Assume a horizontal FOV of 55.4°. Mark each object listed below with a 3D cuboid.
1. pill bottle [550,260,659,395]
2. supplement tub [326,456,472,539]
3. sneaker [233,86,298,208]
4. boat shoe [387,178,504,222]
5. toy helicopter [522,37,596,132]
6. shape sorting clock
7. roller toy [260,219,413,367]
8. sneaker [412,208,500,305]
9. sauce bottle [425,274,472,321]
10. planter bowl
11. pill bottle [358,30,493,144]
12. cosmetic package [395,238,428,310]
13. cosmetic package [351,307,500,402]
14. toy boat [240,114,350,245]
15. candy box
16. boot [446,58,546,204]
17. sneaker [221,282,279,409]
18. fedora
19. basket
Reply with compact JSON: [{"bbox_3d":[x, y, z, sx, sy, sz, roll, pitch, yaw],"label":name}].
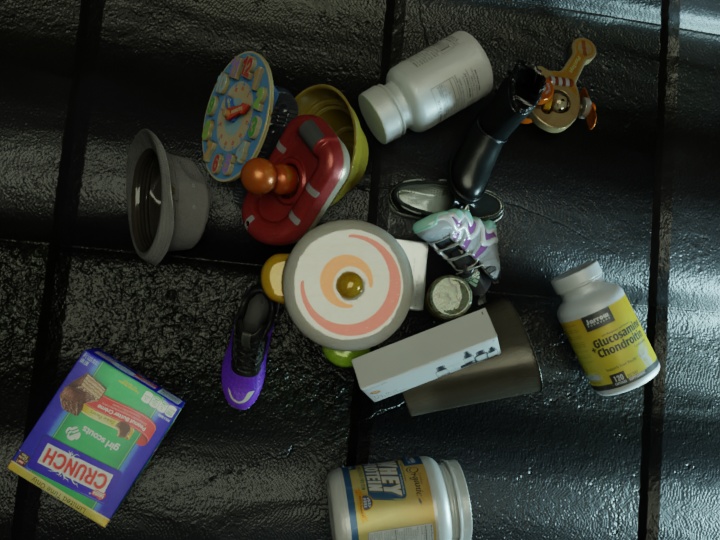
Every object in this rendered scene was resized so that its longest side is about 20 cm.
[{"bbox_3d":[0.388,0.090,1.107,0.112,0.112,0.201,-26,88,-8],"label":"pill bottle"},{"bbox_3d":[0.055,0.359,1.029,0.199,0.145,0.146,-6,86,-7],"label":"supplement tub"},{"bbox_3d":[-0.152,-0.195,1.089,0.070,0.082,0.201,16,113,-25],"label":"sneaker"},{"bbox_3d":[0.145,-0.110,1.123,0.199,0.060,0.076,0,85,-6],"label":"boat shoe"},{"bbox_3d":[0.355,-0.314,1.162,0.132,0.079,0.200,31,70,3],"label":"toy helicopter"},{"bbox_3d":[-0.191,-0.233,1.039,0.039,0.199,0.201,15,82,-40],"label":"shape sorting clock"},{"bbox_3d":[-0.022,0.020,0.973,0.182,0.140,0.200,-44,92,-6],"label":"roller toy"},{"bbox_3d":[0.163,-0.014,1.056,0.199,0.078,0.141,4,70,-46],"label":"sneaker"},{"bbox_3d":[0.129,0.046,1.036,0.064,0.200,0.065,0,83,3],"label":"sauce bottle"},{"bbox_3d":[-0.047,-0.182,1.074,0.083,0.200,0.202,3,83,-44],"label":"planter bowl"},{"bbox_3d":[0.103,-0.290,1.107,0.199,0.114,0.115,-31,89,-8],"label":"pill bottle"},{"bbox_3d":[0.000,0.000,1.086,0.199,0.081,0.114,5,87,-7],"label":"cosmetic package"},{"bbox_3d":[0.095,0.122,0.966,0.199,0.083,0.051,-22,61,6],"label":"cosmetic package"},{"bbox_3d":[-0.116,-0.129,0.985,0.131,0.130,0.200,54,123,31],"label":"toy boat"},{"bbox_3d":[-0.389,0.244,1.022,0.169,0.077,0.201,32,83,-3],"label":"candy box"},{"bbox_3d":[0.213,-0.217,1.065,0.073,0.162,0.199,27,62,-10],"label":"boot"},{"bbox_3d":[-0.173,0.113,1.046,0.069,0.100,0.201,11,83,-3],"label":"sneaker"},{"bbox_3d":[-0.288,-0.109,1.042,0.090,0.177,0.201,1,68,-36],"label":"fedora"},{"bbox_3d":[0.154,0.141,1.063,0.199,0.181,0.137,-17,119,2],"label":"basket"}]
